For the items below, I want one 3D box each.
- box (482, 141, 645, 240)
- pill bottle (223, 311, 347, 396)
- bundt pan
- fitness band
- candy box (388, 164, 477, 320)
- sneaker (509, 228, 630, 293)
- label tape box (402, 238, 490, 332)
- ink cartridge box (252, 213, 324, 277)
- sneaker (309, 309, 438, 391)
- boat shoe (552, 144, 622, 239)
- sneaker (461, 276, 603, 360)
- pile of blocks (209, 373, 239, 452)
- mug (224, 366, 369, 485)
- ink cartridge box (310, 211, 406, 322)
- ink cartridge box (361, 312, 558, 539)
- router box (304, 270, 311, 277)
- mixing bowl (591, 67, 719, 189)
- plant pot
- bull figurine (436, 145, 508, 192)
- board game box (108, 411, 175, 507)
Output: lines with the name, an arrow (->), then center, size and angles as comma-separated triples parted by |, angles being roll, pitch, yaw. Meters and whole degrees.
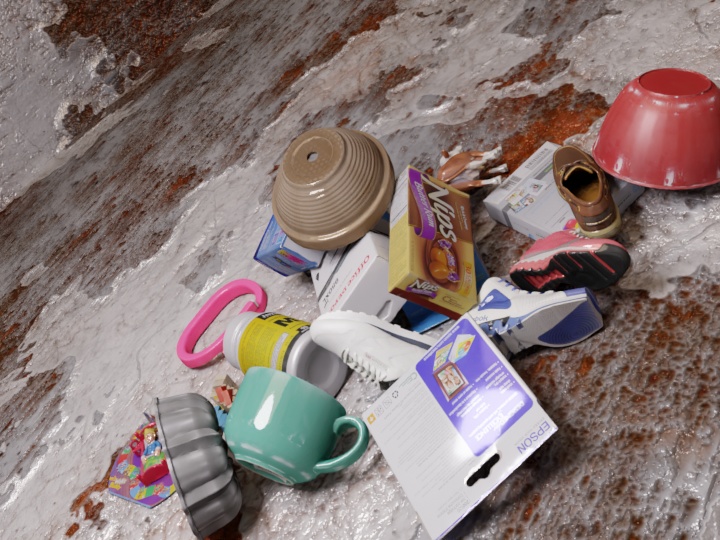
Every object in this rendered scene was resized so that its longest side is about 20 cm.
box -> 0.306, -0.114, 1.147 | 0.155, 0.041, 0.199 | -42, 35, -9
pill bottle -> -0.121, 0.128, 1.157 | 0.197, 0.115, 0.115 | 11, 54, 46
bundt pan -> -0.217, 0.258, 1.027 | 0.074, 0.206, 0.202 | -20, 32, -12
fitness band -> -0.256, 0.095, 1.378 | 0.142, 0.038, 0.201 | 9, 53, 46
candy box -> 0.101, -0.042, 1.062 | 0.056, 0.115, 0.204 | -45, 31, 44
sneaker -> 0.277, -0.026, 0.989 | 0.088, 0.073, 0.199 | -58, 19, -21
label tape box -> 0.114, -0.012, 1.166 | 0.141, 0.067, 0.202 | -27, 34, 12
ink cartridge box -> -0.109, -0.069, 1.263 | 0.139, 0.075, 0.199 | -67, 17, -15
sneaker -> 0.020, 0.117, 1.024 | 0.195, 0.077, 0.082 | 15, 62, 5
boat shoe -> 0.314, -0.127, 1.060 | 0.071, 0.068, 0.202 | -24, 37, 15
sneaker -> 0.211, 0.049, 0.999 | 0.196, 0.081, 0.117 | -22, 39, 21
pile of blocks -> -0.200, 0.221, 1.160 | 0.082, 0.063, 0.198 | -46, 36, -16
mug -> -0.097, 0.215, 0.994 | 0.183, 0.151, 0.116 | -8, 52, 51
ink cartridge box -> 0.000, 0.000, 1.145 | 0.146, 0.083, 0.201 | -55, 26, 20
ink cartridge box -> 0.116, 0.188, 0.904 | 0.198, 0.043, 0.201 | -44, 45, 9
router box -> -0.040, -0.095, 1.395 | 0.147, 0.063, 0.203 | -19, 38, 22
mixing bowl -> 0.426, -0.210, 1.039 | 0.195, 0.110, 0.202 | -5, 36, 4
plant pot -> -0.054, -0.141, 1.105 | 0.196, 0.093, 0.205 | -12, 57, 19
bull figurine -> 0.182, -0.172, 1.263 | 0.119, 0.067, 0.200 | -12, 18, 19
board game box -> -0.340, 0.291, 1.213 | 0.197, 0.039, 0.160 | 0, 48, 41
